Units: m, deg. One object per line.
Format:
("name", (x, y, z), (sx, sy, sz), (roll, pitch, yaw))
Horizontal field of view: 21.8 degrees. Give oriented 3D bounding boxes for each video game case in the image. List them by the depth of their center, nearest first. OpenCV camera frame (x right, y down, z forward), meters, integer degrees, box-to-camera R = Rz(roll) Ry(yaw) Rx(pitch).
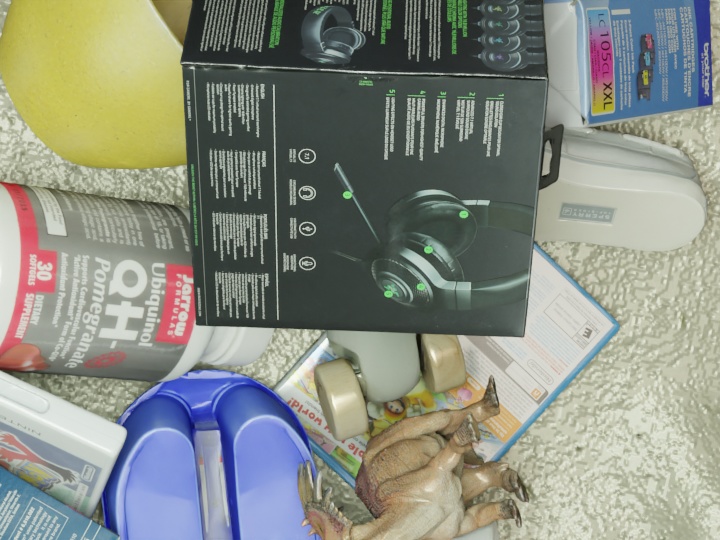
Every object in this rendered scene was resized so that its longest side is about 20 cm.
("video game case", (-0.241, 0.100, 1.145), (0.181, 0.200, 0.023), (25, 63, -4))
("video game case", (0.053, 0.061, 1.233), (0.143, 0.018, 0.200), (42, 93, -6))

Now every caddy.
("caddy", (-0.093, 0.166, 1.195), (0.140, 0.105, 0.203), (-5, 96, -9))

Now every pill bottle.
("pill bottle", (-0.154, 0.010, 1.144), (0.198, 0.110, 0.112), (6, 97, -33))

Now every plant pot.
("plant pot", (-0.135, -0.142, 1.133), (0.141, 0.200, 0.201), (-29, 97, 25))

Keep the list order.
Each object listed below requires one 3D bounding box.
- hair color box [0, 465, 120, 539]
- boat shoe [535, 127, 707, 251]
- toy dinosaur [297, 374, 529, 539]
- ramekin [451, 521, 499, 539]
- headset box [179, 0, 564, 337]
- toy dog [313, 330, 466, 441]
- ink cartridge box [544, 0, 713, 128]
("hair color box", (-0.252, 0.147, 1.133), (0.199, 0.100, 0.061), (31, 61, -6))
("boat shoe", (0.124, -0.066, 1.198), (0.197, 0.069, 0.073), (5, 132, -2))
("toy dinosaur", (0.025, 0.129, 1.137), (0.134, 0.200, 0.087), (-18, 99, 13))
("ramekin", (0.044, 0.258, 1.168), (0.096, 0.200, 0.203), (-4, 97, 6))
("headset box", (0.009, -0.060, 0.999), (0.197, 0.093, 0.176), (2, 130, 2))
("toy dog", (0.000, 0.000, 1.153), (0.130, 0.096, 0.202), (0, 106, -20))
("ink cartridge box", (0.125, -0.129, 1.129), (0.135, 0.199, 0.077), (3, 98, 35))
